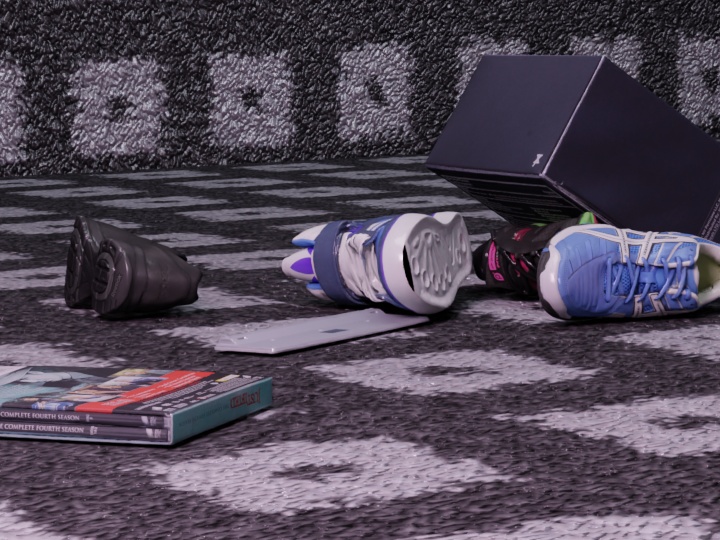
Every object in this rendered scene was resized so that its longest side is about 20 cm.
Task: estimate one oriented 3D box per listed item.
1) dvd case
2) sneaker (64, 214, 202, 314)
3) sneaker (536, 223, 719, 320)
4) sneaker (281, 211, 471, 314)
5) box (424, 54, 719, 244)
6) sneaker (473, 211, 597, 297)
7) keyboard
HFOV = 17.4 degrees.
[{"bbox_3d":[-0.170,0.078,1.407,0.198,0.022,0.146,2,7,20],"label":"dvd case"},{"bbox_3d":[-0.190,0.003,1.948,0.090,0.077,0.200,7,10,-23],"label":"sneaker"},{"bbox_3d":[0.217,-0.002,1.815,0.199,0.076,0.077,-8,4,-39],"label":"sneaker"},{"bbox_3d":[0.000,0.000,1.879,0.145,0.081,0.200,-10,6,17],"label":"sneaker"},{"bbox_3d":[0.198,-0.086,2.005,0.198,0.124,0.200,32,-10,-27],"label":"box"},{"bbox_3d":[0.145,-0.004,1.926,0.083,0.077,0.200,-10,-2,-15],"label":"sneaker"},{"bbox_3d":[-0.026,0.046,1.748,0.056,0.011,0.199,9,11,34],"label":"keyboard"}]
